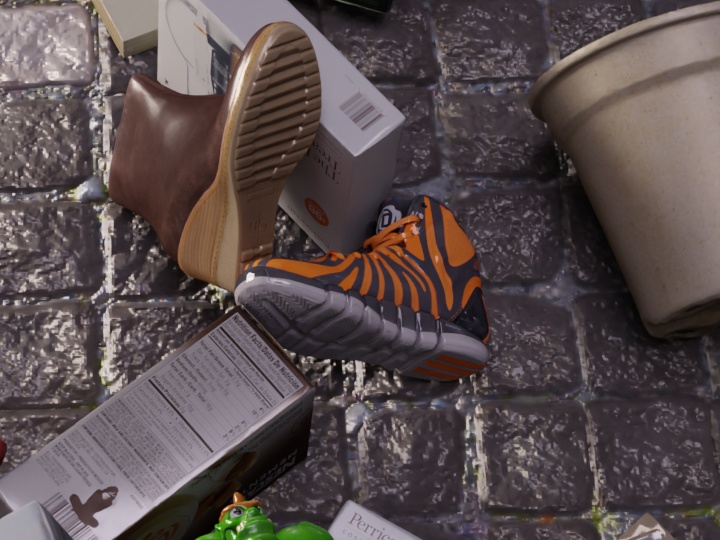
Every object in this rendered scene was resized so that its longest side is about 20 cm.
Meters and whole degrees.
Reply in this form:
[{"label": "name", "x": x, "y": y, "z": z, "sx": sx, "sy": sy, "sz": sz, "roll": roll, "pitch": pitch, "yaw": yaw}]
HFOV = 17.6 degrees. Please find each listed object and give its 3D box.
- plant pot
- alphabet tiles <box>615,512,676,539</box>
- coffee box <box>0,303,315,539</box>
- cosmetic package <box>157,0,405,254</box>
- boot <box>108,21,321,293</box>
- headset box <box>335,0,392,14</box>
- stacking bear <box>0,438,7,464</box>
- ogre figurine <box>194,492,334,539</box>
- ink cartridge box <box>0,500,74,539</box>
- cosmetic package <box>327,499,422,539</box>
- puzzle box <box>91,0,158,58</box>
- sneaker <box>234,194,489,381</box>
[{"label": "plant pot", "x": 0.234, "y": -0.059, "z": 1.580, "sx": 0.200, "sy": 0.201, "sz": 0.184, "roll": -12, "pitch": 76, "yaw": -11}, {"label": "alphabet tiles", "x": 0.199, "y": 0.277, "z": 1.489, "sx": 0.167, "sy": 0.008, "sz": 0.200, "roll": -39, "pitch": 72, "yaw": -22}, {"label": "coffee box", "x": -0.130, "y": 0.128, "z": 1.477, "sx": 0.200, "sy": 0.114, "sz": 0.080, "roll": -36, "pitch": 71, "yaw": -22}, {"label": "cosmetic package", "x": -0.059, "y": -0.118, "z": 1.591, "sx": 0.052, "sy": 0.151, "sz": 0.200, "roll": -38, "pitch": 71, "yaw": -20}, {"label": "boot", "x": -0.107, "y": -0.096, "z": 1.532, "sx": 0.072, "sy": 0.201, "sz": 0.166, "roll": -11, "pitch": 35, "yaw": -39}, {"label": "headset box", "x": -0.033, "y": -0.313, "z": 1.708, "sx": 0.173, "sy": 0.093, "sz": 0.201, "roll": 16, "pitch": 56, "yaw": -4}, {"label": "stacking bear", "x": -0.295, "y": 0.193, "z": 1.424, "sx": 0.121, "sy": 0.114, "sz": 0.201, "roll": 12, "pitch": 79, "yaw": -1}, {"label": "ogre figurine", "x": -0.065, "y": 0.203, "z": 1.373, "sx": 0.199, "sy": 0.098, "sz": 0.120, "roll": -19, "pitch": 46, "yaw": -16}, {"label": "ink cartridge box", "x": -0.238, "y": 0.231, "z": 1.366, "sx": 0.199, "sy": 0.160, "sz": 0.047, "roll": -26, "pitch": 53, "yaw": 2}, {"label": "cosmetic package", "x": -0.017, "y": 0.254, "z": 1.444, "sx": 0.101, "sy": 0.074, "sz": 0.200, "roll": 27, "pitch": 65, "yaw": 10}, {"label": "puzzle box", "x": -0.158, "y": -0.262, "z": 1.727, "sx": 0.133, "sy": 0.025, "sz": 0.200, "roll": -22, "pitch": 66, "yaw": -16}, {"label": "sneaker", "x": 0.000, "y": 0.000, "z": 1.545, "sx": 0.199, "sy": 0.077, "sz": 0.113, "roll": 19, "pitch": 59, "yaw": -37}]
